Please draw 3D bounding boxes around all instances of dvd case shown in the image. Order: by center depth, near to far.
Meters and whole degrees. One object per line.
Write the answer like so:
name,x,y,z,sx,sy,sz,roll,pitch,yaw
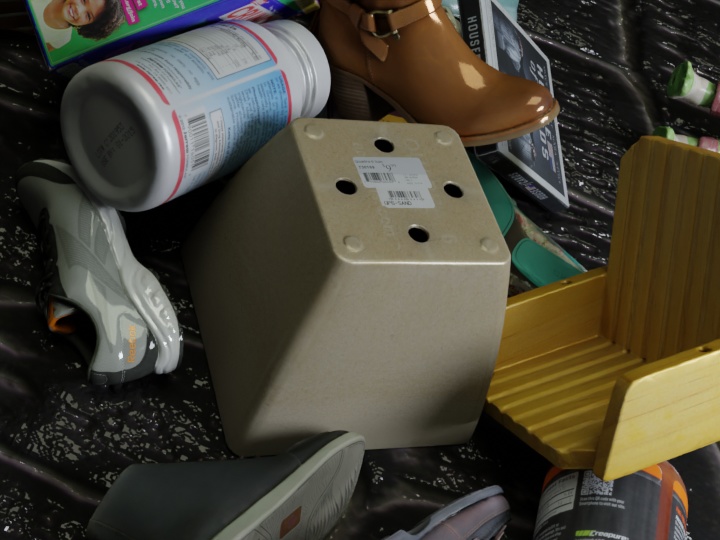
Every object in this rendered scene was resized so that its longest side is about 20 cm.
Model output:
dvd case,0.135,-0.145,1.153,0.200,0.025,0.151,23,59,-62

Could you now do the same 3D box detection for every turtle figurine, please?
turtle figurine,0.396,-0.125,1.294,0.193,0.144,0.200,15,42,-6

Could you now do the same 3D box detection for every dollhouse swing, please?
dollhouse swing,0.181,0.015,0.957,0.181,0.177,0.200,-16,20,-17

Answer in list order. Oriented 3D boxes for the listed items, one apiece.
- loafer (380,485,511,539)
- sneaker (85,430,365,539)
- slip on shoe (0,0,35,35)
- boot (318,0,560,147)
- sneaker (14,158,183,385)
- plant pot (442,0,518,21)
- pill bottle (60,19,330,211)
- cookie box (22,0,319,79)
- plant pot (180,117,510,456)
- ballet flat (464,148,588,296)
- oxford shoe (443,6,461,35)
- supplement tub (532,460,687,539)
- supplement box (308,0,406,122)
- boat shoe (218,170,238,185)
loafer,0.046,0.198,0.875,0.200,0.072,0.063,-12,65,-55
sneaker,-0.082,0.142,0.877,0.106,0.075,0.200,22,26,25
slip on shoe,-0.306,-0.239,1.123,0.199,0.076,0.061,-12,63,-24
boot,0.054,-0.183,1.004,0.199,0.156,0.077,16,39,34
sneaker,-0.204,-0.003,0.954,0.079,0.074,0.200,-20,61,-31
plant pot,0.072,-0.324,1.270,0.199,0.135,0.200,15,13,-4
pill bottle,-0.114,-0.123,0.980,0.109,0.109,0.200,43,41,16
cookie box,-0.142,-0.216,1.046,0.199,0.171,0.076,-21,90,5
plant pot,0.000,0.000,0.970,0.199,0.177,0.201,0,51,-25
ballet flat,0.113,-0.020,1.098,0.200,0.064,0.076,46,60,-4
oxford shoe,0.058,-0.202,1.139,0.199,0.058,0.075,0,50,-41
supplement tub,0.173,0.193,0.923,0.107,0.107,0.200,24,44,-3
supplement box,0.010,-0.153,1.179,0.110,0.086,0.201,12,46,-15
boat shoe,-0.094,-0.096,1.086,0.199,0.071,0.063,30,33,10
